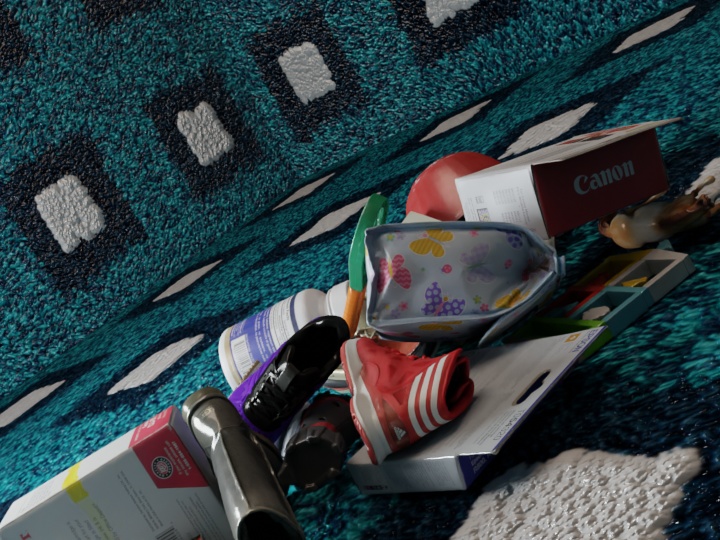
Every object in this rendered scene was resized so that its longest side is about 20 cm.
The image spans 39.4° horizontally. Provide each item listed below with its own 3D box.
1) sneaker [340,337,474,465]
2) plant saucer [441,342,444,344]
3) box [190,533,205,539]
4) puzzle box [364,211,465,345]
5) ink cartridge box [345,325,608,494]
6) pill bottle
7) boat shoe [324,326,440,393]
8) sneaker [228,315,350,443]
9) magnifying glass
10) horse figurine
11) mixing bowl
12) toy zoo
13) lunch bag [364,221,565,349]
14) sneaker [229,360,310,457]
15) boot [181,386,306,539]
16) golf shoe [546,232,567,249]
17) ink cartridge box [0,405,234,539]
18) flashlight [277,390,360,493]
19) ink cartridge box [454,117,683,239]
[{"bbox_3d":[0.048,0.106,0.946,0.115,0.079,0.200,-21,23,3],"label":"sneaker"},{"bbox_3d":[0.109,0.036,1.309,0.198,0.048,0.200,-26,12,21],"label":"plant saucer"},{"bbox_3d":[-0.217,0.330,0.904,0.199,0.040,0.137,-31,13,-4],"label":"box"},{"bbox_3d":[0.092,0.004,1.244,0.133,0.025,0.199,-53,39,-11],"label":"puzzle box"},{"bbox_3d":[0.112,0.130,0.920,0.196,0.044,0.199,-38,14,-38],"label":"ink cartridge box"},{"bbox_3d":[-0.079,0.094,1.351,0.199,0.120,0.120,-26,12,18],"label":"pill bottle"},{"bbox_3d":[0.011,0.098,1.199,0.199,0.062,0.072,-23,44,43],"label":"boat shoe"},{"bbox_3d":[-0.084,0.119,1.046,0.200,0.069,0.100,-49,-2,-14],"label":"sneaker"},{"bbox_3d":[0.000,0.000,1.121,0.080,0.022,0.201,-61,-14,-46],"label":"magnifying glass"},{"bbox_3d":[0.344,-0.065,1.148,0.132,0.050,0.199,-32,12,-38],"label":"horse figurine"},{"bbox_3d":[0.138,-0.092,1.403,0.199,0.109,0.201,-30,-22,-13],"label":"mixing bowl"},{"bbox_3d":[0.255,0.028,1.043,0.199,0.021,0.131,-35,12,-20],"label":"toy zoo"},{"bbox_3d":[0.109,0.019,1.051,0.198,0.129,0.170,-4,-9,4],"label":"lunch bag"},{"bbox_3d":[-0.120,0.205,1.153,0.201,0.108,0.070,-59,-2,31],"label":"sneaker"},{"bbox_3d":[-0.089,0.214,0.931,0.072,0.182,0.200,-42,38,-7],"label":"boot"},{"bbox_3d":[0.222,-0.061,1.296,0.076,0.089,0.200,4,27,19],"label":"golf shoe"},{"bbox_3d":[-0.237,0.254,1.011,0.199,0.146,0.083,-31,11,-3],"label":"ink cartridge box"},{"bbox_3d":[-0.034,0.165,0.988,0.067,0.068,0.200,14,1,1],"label":"flashlight"},{"bbox_3d":[0.238,-0.098,1.110,0.199,0.085,0.175,-21,9,-30],"label":"ink cartridge box"}]
